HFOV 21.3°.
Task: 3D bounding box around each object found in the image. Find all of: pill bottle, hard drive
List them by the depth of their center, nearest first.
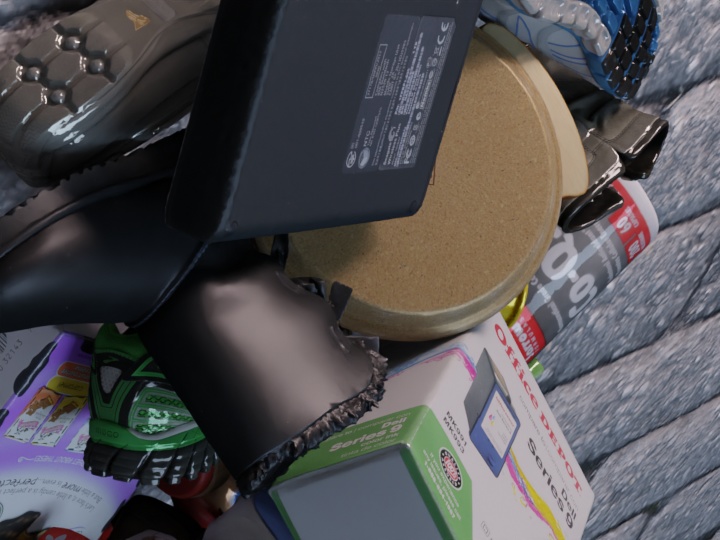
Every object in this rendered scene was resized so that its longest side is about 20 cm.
[{"bbox_3d":[-0.010,-0.087,0.896,0.200,0.033,0.140,-10,120,-62],"label":"hard drive"},{"bbox_3d":[0.091,0.003,1.270,0.200,0.114,0.114,-44,154,-11],"label":"pill bottle"}]

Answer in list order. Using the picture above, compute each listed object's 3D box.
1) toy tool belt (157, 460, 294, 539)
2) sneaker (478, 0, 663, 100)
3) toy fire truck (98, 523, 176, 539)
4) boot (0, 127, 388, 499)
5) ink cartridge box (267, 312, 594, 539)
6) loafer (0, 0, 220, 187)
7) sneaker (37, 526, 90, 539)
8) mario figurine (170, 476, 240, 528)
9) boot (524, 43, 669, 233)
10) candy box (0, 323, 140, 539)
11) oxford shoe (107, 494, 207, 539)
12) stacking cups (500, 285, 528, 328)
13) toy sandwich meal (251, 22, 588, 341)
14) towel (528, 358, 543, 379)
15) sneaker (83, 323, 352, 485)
[{"bbox_3d":[-0.029,0.156,1.111,0.125,0.200,0.123,-46,166,32],"label":"toy tool belt"},{"bbox_3d":[0.107,-0.159,1.099,0.200,0.087,0.075,30,77,-54],"label":"sneaker"},{"bbox_3d":[-0.119,0.195,1.084,0.049,0.200,0.141,-22,154,-43],"label":"toy fire truck"},{"bbox_3d":[-0.085,0.030,0.868,0.073,0.163,0.198,-37,177,38],"label":"boot"},{"bbox_3d":[0.045,0.121,1.029,0.087,0.145,0.200,-22,-167,22],"label":"ink cartridge box"},{"bbox_3d":[-0.086,-0.110,0.894,0.200,0.070,0.070,-34,159,-15],"label":"loafer"},{"bbox_3d":[-0.182,0.168,0.974,0.093,0.070,0.200,-64,153,-7],"label":"sneaker"},{"bbox_3d":[-0.046,0.095,1.179,0.106,0.123,0.200,-102,-146,-66],"label":"mario figurine"},{"bbox_3d":[0.083,-0.066,1.140,0.200,0.131,0.068,-36,152,-24],"label":"boot"},{"bbox_3d":[-0.192,0.102,1.010,0.200,0.072,0.168,-52,155,6],"label":"candy box"},{"bbox_3d":[-0.147,0.187,1.211,0.073,0.084,0.200,-48,177,-36],"label":"oxford shoe"},{"bbox_3d":[0.000,0.000,1.104,0.200,0.061,0.061,5,126,-30],"label":"stacking cups"},{"bbox_3d":[0.023,-0.057,1.051,0.205,0.205,0.070,-40,-174,-18],"label":"toy sandwich meal"},{"bbox_3d":[0.020,0.122,1.315,0.200,0.149,0.031,-37,110,-21],"label":"towel"},{"bbox_3d":[-0.064,0.040,0.982,0.200,0.078,0.085,-29,126,-57],"label":"sneaker"}]
